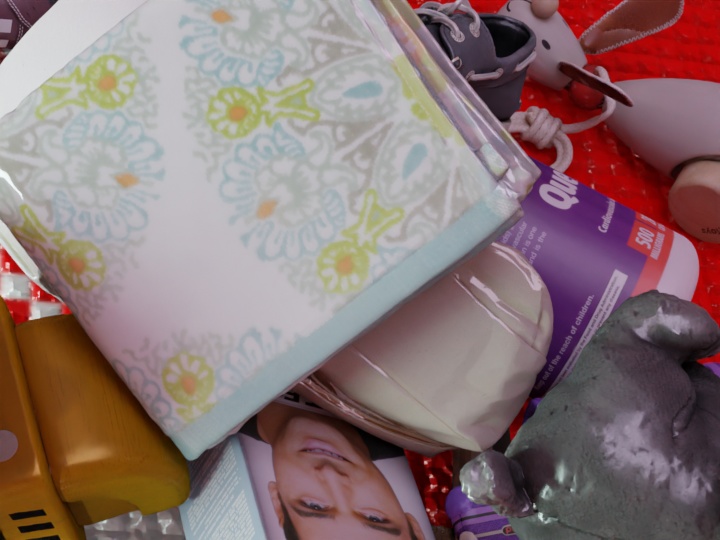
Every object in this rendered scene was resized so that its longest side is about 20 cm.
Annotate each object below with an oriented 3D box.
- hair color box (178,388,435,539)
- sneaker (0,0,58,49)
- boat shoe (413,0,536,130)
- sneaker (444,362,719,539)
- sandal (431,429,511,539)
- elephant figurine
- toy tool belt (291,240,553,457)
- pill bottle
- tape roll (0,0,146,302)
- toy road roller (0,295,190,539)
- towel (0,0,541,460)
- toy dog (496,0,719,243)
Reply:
[{"bbox_3d":[-0.029,0.104,0.995,0.099,0.061,0.200,17,33,-29],"label":"hair color box"},{"bbox_3d":[-0.189,-0.201,1.197,0.115,0.076,0.201,8,64,-22],"label":"sneaker"},{"bbox_3d":[0.031,-0.107,1.036,0.073,0.062,0.200,35,12,23],"label":"boat shoe"},{"bbox_3d":[0.119,0.086,1.028,0.200,0.081,0.084,-29,87,-41],"label":"sneaker"},{"bbox_3d":[0.031,0.152,1.045,0.069,0.078,0.212,-5,44,14],"label":"sandal"},{"bbox_3d":[0.167,0.107,0.889,0.200,0.142,0.155,35,74,21],"label":"elephant figurine"},{"bbox_3d":[0.000,0.000,1.021,0.200,0.123,0.125,36,94,2],"label":"toy tool belt"},{"bbox_3d":[0.067,-0.007,1.125,0.199,0.113,0.113,27,51,-1],"label":"pill bottle"},{"bbox_3d":[-0.097,-0.077,1.056,0.202,0.203,0.071,-32,73,-35],"label":"tape roll"},{"bbox_3d":[-0.157,0.063,0.938,0.145,0.200,0.123,-17,61,-5],"label":"toy road roller"},{"bbox_3d":[-0.046,-0.042,0.930,0.200,0.048,0.172,-37,90,6],"label":"towel"},{"bbox_3d":[0.173,-0.104,1.244,0.199,0.096,0.132,18,52,-9],"label":"toy dog"}]
